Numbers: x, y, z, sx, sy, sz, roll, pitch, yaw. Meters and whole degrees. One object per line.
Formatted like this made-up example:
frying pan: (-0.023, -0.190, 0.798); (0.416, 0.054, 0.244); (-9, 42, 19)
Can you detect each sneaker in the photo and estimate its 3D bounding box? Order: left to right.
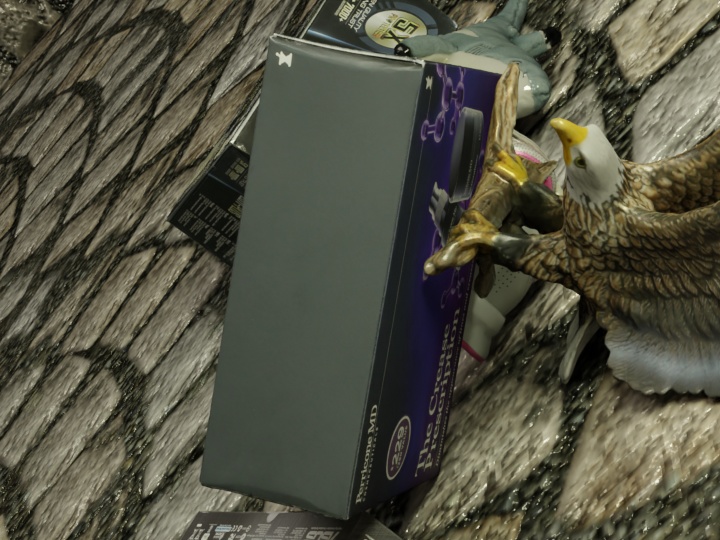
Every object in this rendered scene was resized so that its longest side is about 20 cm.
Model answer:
sneaker: (0.068, -0.038, 1.075); (0.088, 0.081, 0.200); (-43, 28, 19)

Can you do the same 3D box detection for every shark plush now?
shark plush: (0.092, -0.124, 1.256); (0.083, 0.091, 0.200); (-22, 7, 20)

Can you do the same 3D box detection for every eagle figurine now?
eagle figurine: (0.130, -0.024, 0.860); (0.199, 0.151, 0.153); (0, 91, 31)

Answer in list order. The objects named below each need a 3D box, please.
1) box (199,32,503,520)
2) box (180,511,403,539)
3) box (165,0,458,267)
box: (0.000, 0.000, 0.924); (0.141, 0.078, 0.201); (-7, -73, -68)
box: (-0.064, 0.194, 0.973); (0.159, 0.048, 0.200); (-59, 19, -21)
box: (-0.036, -0.097, 1.357); (0.164, 0.086, 0.200); (-58, 8, -21)
